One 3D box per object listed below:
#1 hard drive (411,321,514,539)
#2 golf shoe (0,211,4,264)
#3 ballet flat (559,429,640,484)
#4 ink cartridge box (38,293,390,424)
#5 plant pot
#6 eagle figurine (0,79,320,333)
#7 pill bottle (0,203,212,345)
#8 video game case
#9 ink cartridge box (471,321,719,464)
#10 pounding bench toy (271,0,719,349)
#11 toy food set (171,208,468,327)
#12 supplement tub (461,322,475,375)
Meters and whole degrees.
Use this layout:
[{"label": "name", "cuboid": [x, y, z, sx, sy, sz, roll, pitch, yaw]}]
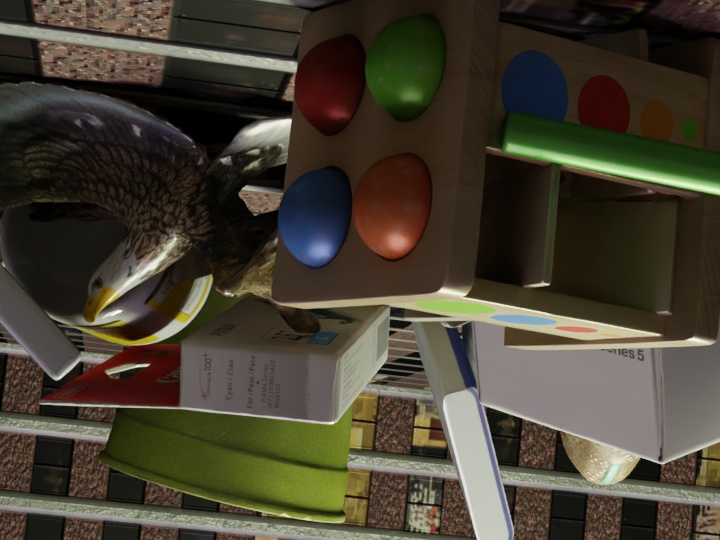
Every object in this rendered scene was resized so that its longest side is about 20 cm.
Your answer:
[{"label": "hard drive", "cuboid": [0.058, 0.070, 1.259, 0.025, 0.133, 0.201, -16, -145, 0]}, {"label": "golf shoe", "cuboid": [-0.310, 0.000, 1.315, 0.088, 0.200, 0.077, 38, 161, 12]}, {"label": "ballet flat", "cuboid": [0.135, 0.049, 1.143, 0.070, 0.201, 0.066, 6, 130, -5]}, {"label": "ink cartridge box", "cuboid": [-0.081, 0.047, 1.145, 0.174, 0.045, 0.200, 4, -172, 8]}, {"label": "plant pot", "cuboid": [-0.084, 0.076, 1.469, 0.198, 0.195, 0.200, 14, 179, 0]}, {"label": "eagle figurine", "cuboid": [-0.122, -0.042, 1.043, 0.199, 0.151, 0.153, 34, 141, 24]}, {"label": "pill bottle", "cuboid": [-0.158, -0.009, 1.253, 0.110, 0.113, 0.200, 5, 172, 8]}, {"label": "video game case", "cuboid": [-0.230, -0.019, 1.060, 0.200, 0.022, 0.182, 48, 172, -4]}, {"label": "ink cartridge box", "cuboid": [0.177, 0.025, 1.022, 0.199, 0.085, 0.145, -15, -162, -34]}, {"label": "pounding bench toy", "cuboid": [0.072, -0.043, 0.745, 0.155, 0.126, 0.199, 11, 171, -33]}, {"label": "toy food set", "cuboid": [0.000, 0.000, 1.185, 0.198, 0.061, 0.143, 7, -166, 29]}, {"label": "supplement tub", "cuboid": [0.176, 0.030, 1.249, 0.198, 0.124, 0.122, 2, 172, 26]}]
